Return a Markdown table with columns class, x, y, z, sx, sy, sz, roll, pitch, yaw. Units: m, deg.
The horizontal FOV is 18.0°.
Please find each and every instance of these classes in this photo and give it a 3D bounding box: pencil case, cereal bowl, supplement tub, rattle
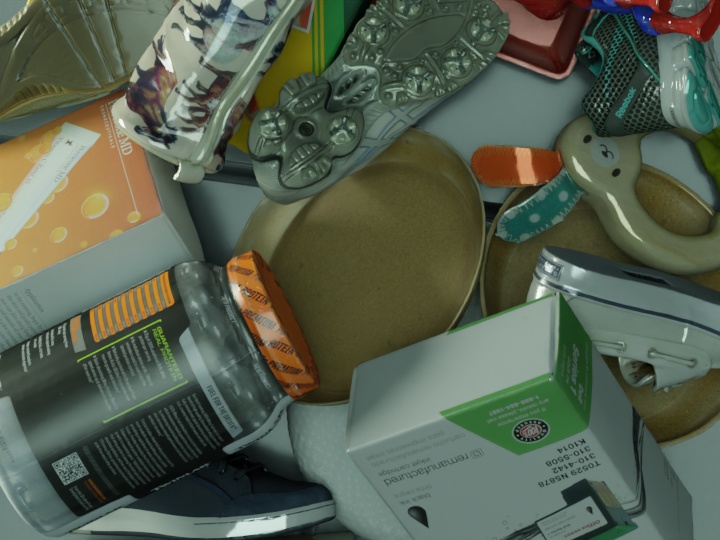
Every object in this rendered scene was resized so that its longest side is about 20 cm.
| class | x | y | z | sx | sy | sz | roll | pitch | yaw |
| --- | --- | --- | --- | --- | --- | --- | --- | --- | --- |
| pencil case | -0.075 | -0.153 | 1.411 | 0.078 | 0.089 | 0.200 | 26 | 100 | -38 |
| cereal bowl | 0.046 | 0.094 | 1.517 | 0.199 | 0.083 | 0.201 | 0 | 92 | 4 |
| supplement tub | -0.133 | 0.073 | 1.425 | 0.199 | 0.123 | 0.123 | -26 | 91 | 5 |
| rattle | 0.190 | -0.068 | 1.448 | 0.199 | 0.143 | 0.131 | 11 | 87 | -22 |

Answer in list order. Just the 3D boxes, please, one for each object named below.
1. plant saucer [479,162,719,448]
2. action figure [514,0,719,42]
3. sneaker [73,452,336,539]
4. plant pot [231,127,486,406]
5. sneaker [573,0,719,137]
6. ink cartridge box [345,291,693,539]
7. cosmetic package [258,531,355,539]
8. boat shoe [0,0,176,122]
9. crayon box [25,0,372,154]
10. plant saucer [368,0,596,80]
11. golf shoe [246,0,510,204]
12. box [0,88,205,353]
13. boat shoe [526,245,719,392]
| class | x | y | z | sx | sy | sz | roll | pitch | yaw |
| --- | --- | --- | --- | --- | --- | --- | --- | --- | --- |
| plant saucer | 0.165 | 0.024 | 1.499 | 0.199 | 0.035 | 0.201 | 6 | 70 | -17 |
| action figure | 0.155 | -0.200 | 1.428 | 0.065 | 0.200 | 0.099 | 31 | 80 | -34 |
| sneaker | -0.114 | 0.104 | 1.514 | 0.201 | 0.077 | 0.147 | 1 | 92 | 17 |
| plant pot | 0.000 | 0.000 | 1.494 | 0.199 | 0.027 | 0.201 | -17 | 56 | 26 |
| sneaker | 0.180 | -0.161 | 1.467 | 0.091 | 0.201 | 0.078 | -14 | 131 | 22 |
| ink cartridge box | 0.103 | 0.128 | 1.410 | 0.146 | 0.085 | 0.200 | -22 | 124 | 22 |
| cosmetic package | -0.101 | 0.224 | 1.518 | 0.199 | 0.105 | 0.071 | -4 | 95 | 1 |
| boat shoe | -0.199 | -0.139 | 1.492 | 0.200 | 0.063 | 0.073 | -24 | 91 | 16 |
| crayon box | -0.098 | -0.193 | 1.500 | 0.199 | 0.058 | 0.173 | 30 | 112 | 3 |
| plant saucer | 0.081 | -0.253 | 1.526 | 0.199 | 0.037 | 0.201 | 21 | 94 | 2 |
| golf shoe | 0.008 | -0.114 | 1.485 | 0.200 | 0.097 | 0.078 | -34 | 77 | -16 |
| box | -0.212 | -0.010 | 1.492 | 0.199 | 0.098 | 0.125 | -24 | 49 | 3 |
| boat shoe | 0.190 | 0.042 | 1.449 | 0.199 | 0.071 | 0.070 | 14 | 103 | -29 |
